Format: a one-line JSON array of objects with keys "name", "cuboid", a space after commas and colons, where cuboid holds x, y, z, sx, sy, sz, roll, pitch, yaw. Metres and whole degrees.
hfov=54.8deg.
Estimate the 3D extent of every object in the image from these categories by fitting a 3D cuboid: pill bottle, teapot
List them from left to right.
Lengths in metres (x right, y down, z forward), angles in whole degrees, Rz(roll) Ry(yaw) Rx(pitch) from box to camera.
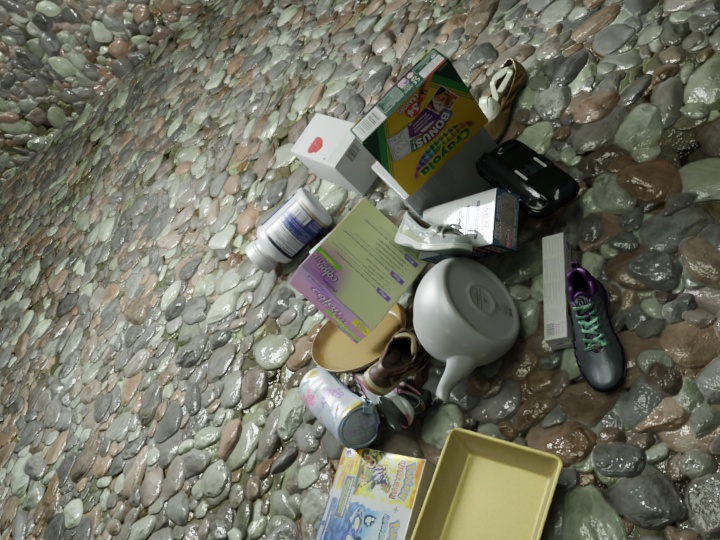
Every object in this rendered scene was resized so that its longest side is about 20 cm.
[{"name": "pill bottle", "cuboid": [-0.172, -0.089, 1.629, 0.200, 0.111, 0.111, -42, 42, 10]}, {"name": "teapot", "cuboid": [0.159, 0.083, 1.173, 0.198, 0.200, 0.146, 53, 131, 10]}]

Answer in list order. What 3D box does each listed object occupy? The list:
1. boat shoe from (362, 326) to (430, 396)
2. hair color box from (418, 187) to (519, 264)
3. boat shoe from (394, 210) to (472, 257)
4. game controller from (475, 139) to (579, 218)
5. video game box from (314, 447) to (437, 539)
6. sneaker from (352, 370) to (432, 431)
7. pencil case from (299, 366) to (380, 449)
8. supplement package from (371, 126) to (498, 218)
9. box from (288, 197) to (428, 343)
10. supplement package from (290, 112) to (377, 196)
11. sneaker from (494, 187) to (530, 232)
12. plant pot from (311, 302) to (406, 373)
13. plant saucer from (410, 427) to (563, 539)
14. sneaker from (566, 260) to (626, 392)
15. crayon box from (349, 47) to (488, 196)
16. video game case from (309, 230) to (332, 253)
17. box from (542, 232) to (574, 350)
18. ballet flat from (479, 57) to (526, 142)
[{"name": "boat shoe", "cuboid": [0.079, 0.139, 1.199, 0.072, 0.200, 0.072, 40, 129, 17]}, {"name": "hair color box", "cuboid": [0.190, -0.073, 1.237, 0.199, 0.060, 0.101, -12, 69, 57]}, {"name": "boat shoe", "cuboid": [0.126, -0.064, 1.211, 0.202, 0.074, 0.065, 20, 100, 65]}, {"name": "game controller", "cuboid": [0.296, -0.169, 1.245, 0.104, 0.042, 0.200, -28, 46, -12]}, {"name": "video game box", "cuboid": [0.020, 0.402, 1.150, 0.181, 0.047, 0.201, -1, 61, 39]}, {"name": "sneaker", "cuboid": [0.059, 0.223, 1.235, 0.086, 0.081, 0.200, -21, 21, -23]}, {"name": "pencil case", "cuboid": [-0.041, 0.245, 1.264, 0.200, 0.083, 0.092, 25, 111, 60]}, {"name": "supplement package", "cuboid": [0.162, -0.205, 1.384, 0.200, 0.152, 0.151, -45, 43, 5]}, {"name": "box", "cuboid": [0.000, 0.000, 1.308, 0.200, 0.176, 0.097, -49, 1, -29]}, {"name": "supplement package", "cuboid": [-0.049, -0.279, 1.652, 0.200, 0.120, 0.122, 28, 82, 49]}, {"name": "sneaker", "cuboid": [0.266, -0.134, 1.302, 0.200, 0.071, 0.112, -48, 44, -8]}, {"name": "plant pot", "cuboid": [0.000, 0.129, 1.338, 0.199, 0.028, 0.201, -20, 31, 13]}, {"name": "plant saucer", "cuboid": [0.192, 0.354, 1.029, 0.199, 0.048, 0.201, 6, 65, 44]}, {"name": "sneaker", "cuboid": [0.346, 0.084, 1.058, 0.074, 0.087, 0.201, -23, 47, 27]}, {"name": "crayon box", "cuboid": [0.107, -0.257, 1.226, 0.200, 0.172, 0.058, -43, 46, 7]}, {"name": "video game case", "cuboid": [-0.008, -0.032, 1.491, 0.181, 0.045, 0.200, -42, 42, 11]}, {"name": "box", "cuboid": [0.327, 0.032, 1.150, 0.041, 0.039, 0.201, -15, 52, 32]}, {"name": "ballet flat", "cuboid": [0.286, -0.359, 1.447, 0.068, 0.072, 0.201, 16, 73, 46]}]
